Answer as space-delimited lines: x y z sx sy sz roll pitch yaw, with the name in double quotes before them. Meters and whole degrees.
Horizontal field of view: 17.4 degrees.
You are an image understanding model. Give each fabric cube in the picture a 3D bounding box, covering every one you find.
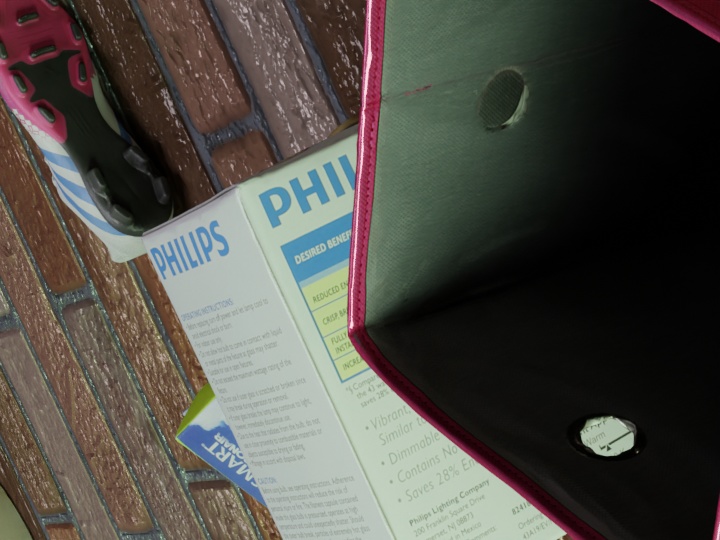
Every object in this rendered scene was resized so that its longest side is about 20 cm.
"fabric cube" 0.133 -0.038 0.798 0.196 0.198 0.201 37 134 41

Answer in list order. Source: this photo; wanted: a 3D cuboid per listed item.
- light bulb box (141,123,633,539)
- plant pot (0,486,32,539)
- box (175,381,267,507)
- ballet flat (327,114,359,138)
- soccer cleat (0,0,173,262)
"light bulb box" 0.039 0.026 1.075 0.125 0.197 0.201 -19 96 63
"plant pot" -0.393 0.291 2.225 0.200 0.134 0.201 42 147 36
"box" -0.011 0.074 1.265 0.122 0.048 0.200 38 132 -8
"ballet flat" 0.000 0.000 1.279 0.063 0.068 0.201 38 145 52
"soccer cleat" -0.195 -0.092 1.555 0.201 0.070 0.086 58 154 10
